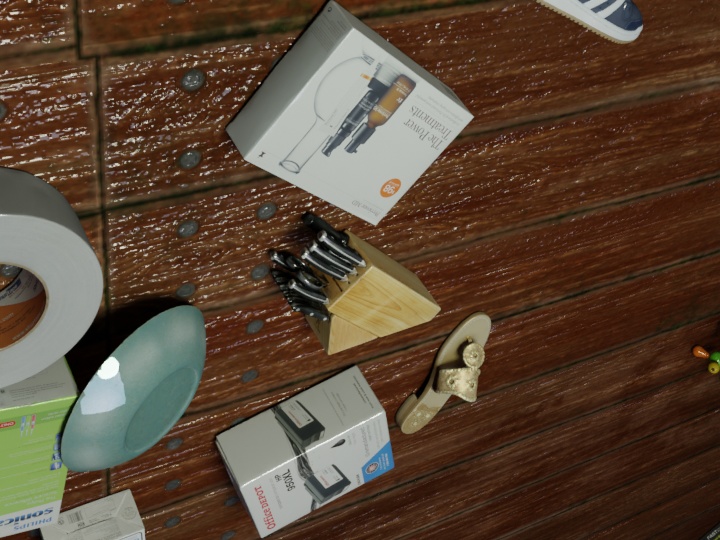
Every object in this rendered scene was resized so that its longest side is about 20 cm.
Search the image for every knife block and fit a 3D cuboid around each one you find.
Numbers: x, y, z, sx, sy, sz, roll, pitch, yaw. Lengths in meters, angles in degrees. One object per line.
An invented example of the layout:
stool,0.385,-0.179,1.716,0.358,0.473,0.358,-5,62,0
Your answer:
knife block,0.000,0.000,1.081,0.198,0.064,0.177,-16,140,-24

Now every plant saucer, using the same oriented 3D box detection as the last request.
plant saucer,-0.211,0.128,1.004,0.201,0.039,0.202,-50,162,-22

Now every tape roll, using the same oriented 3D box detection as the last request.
tape roll,-0.321,0.012,0.841,0.199,0.066,0.201,-21,141,-18

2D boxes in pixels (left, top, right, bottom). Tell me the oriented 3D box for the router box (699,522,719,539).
router box,0.920,0.725,2.598,0.200,0.062,0.149,-46,141,14

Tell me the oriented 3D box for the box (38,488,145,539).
box,-0.321,0.365,1.229,0.116,0.060,0.201,-15,139,-25

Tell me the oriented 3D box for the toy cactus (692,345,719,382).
toy cactus,0.661,0.125,1.738,0.166,0.102,0.200,-56,140,-3

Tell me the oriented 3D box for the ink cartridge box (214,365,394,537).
ink cartridge box,-0.066,0.229,1.262,0.199,0.084,0.145,-26,142,-12

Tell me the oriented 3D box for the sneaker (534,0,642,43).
sneaker,0.225,-0.289,0.940,0.199,0.070,0.109,10,126,-41

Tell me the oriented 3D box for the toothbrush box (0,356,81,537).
toothbrush box,-0.361,0.169,0.963,0.144,0.086,0.201,-8,135,-33

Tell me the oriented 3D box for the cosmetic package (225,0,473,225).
cosmetic package,-0.005,-0.138,0.940,0.151,0.052,0.199,-46,142,18

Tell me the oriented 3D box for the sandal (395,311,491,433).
sandal,0.128,0.158,1.349,0.077,0.070,0.212,8,125,-43
